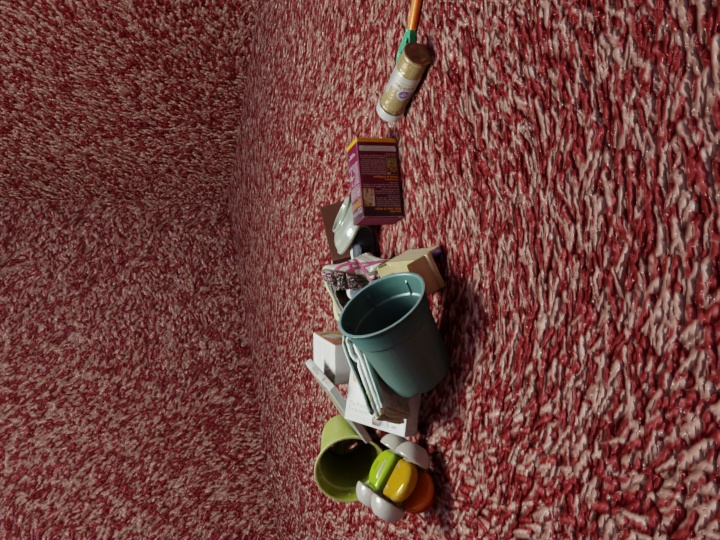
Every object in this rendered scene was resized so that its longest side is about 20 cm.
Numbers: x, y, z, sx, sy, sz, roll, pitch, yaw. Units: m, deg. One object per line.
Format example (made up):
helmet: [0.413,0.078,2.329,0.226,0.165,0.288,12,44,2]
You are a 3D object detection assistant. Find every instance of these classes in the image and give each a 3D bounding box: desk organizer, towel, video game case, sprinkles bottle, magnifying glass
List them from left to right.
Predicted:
video game case: [-0.059,0.340,1.843,0.202,0.023,0.182,59,168,-26]
desk organizer: [-0.060,-0.099,2.061,0.072,0.076,0.203,76,179,-58]
towel: [0.037,0.239,1.562,0.171,0.048,0.203,33,-146,-60]
sprinkles bottle: [0.096,-0.428,1.617,0.201,0.067,0.069,121,142,-58]
magnifying glass: [0.113,-0.536,1.628,0.080,0.022,0.203,-116,31,-50]

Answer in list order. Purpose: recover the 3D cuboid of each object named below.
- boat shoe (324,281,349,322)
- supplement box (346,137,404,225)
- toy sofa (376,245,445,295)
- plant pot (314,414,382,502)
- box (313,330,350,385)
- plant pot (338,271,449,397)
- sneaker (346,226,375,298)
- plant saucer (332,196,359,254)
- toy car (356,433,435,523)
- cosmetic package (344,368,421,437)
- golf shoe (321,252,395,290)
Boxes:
boat shoe: [-0.057,0.062,2.125,0.066,0.071,0.203,-53,42,46]
supplement box: [0.035,-0.219,1.753,0.086,0.108,0.204,151,115,-69]
toy sofa: [0.122,0.006,1.595,0.084,0.097,0.200,64,162,-7]
plant pot: [-0.036,0.500,1.959,0.185,0.196,0.204,-111,24,-70]
box: [-0.032,0.231,1.933,0.200,0.150,0.109,-167,75,-69]
plant pot: [0.085,0.143,1.474,0.198,0.199,0.200,59,173,-26]
sneaker: [0.026,-0.010,1.859,0.146,0.076,0.206,-159,72,-64]
plant saucer: [-0.033,-0.145,1.926,0.202,0.050,0.201,-61,13,24]
toy car: [0.097,0.484,1.611,0.177,0.149,0.199,-60,20,-11]
cosmetic package: [0.054,0.299,1.689,0.198,0.051,0.154,5,85,44]
golf shoe: [0.000,0.000,1.778,0.073,0.196,0.093,78,-162,-54]
